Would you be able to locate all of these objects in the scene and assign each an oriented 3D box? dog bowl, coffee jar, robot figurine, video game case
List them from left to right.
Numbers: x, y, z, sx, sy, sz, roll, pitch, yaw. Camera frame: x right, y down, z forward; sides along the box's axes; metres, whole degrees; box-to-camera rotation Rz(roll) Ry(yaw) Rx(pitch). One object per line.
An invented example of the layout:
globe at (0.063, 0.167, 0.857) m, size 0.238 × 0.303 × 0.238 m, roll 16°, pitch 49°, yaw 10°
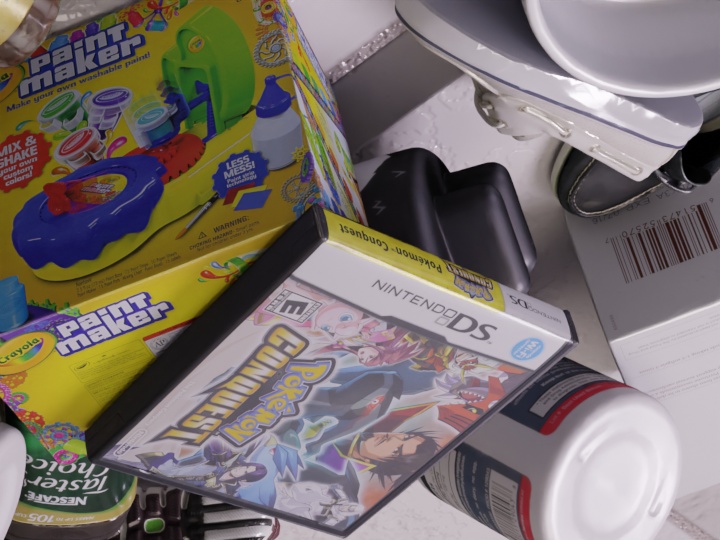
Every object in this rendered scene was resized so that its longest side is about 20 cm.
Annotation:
coffee jar at (-0.188, 0.094, 1.272) m, size 0.103 × 0.086 × 0.201 m, roll 0°, pitch 138°, yaw -14°
video game case at (-0.015, 0.061, 1.034) m, size 0.180 × 0.026 × 0.200 m, roll 22°, pitch 129°, yaw -36°
robot figurine at (-0.001, -0.001, 1.156) m, size 0.198 × 0.126 × 0.150 m, roll -16°, pitch 158°, yaw 17°
dog bowl at (0.175, -0.191, 1.055) m, size 0.198 × 0.079 × 0.201 m, roll -8°, pitch 139°, yaw -7°

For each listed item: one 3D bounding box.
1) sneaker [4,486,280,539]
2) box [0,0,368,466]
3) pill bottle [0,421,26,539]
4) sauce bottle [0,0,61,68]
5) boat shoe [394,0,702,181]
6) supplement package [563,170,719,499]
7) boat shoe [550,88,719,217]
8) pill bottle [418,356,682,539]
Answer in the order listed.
sneaker at (-0.149, 0.192, 1.410) m, size 0.198 × 0.076 × 0.116 m, roll -2°, pitch 165°, yaw 11°
box at (-0.107, -0.033, 1.068) m, size 0.198 × 0.194 × 0.122 m, roll -21°, pitch 140°, yaw 8°
pill bottle at (-0.313, 0.116, 1.199) m, size 0.198 × 0.112 × 0.112 m, roll 19°, pitch 137°, yaw 6°
sauce bottle at (-0.235, -0.172, 0.971) m, size 0.064 × 0.065 × 0.200 m, roll -34°, pitch 137°, yaw 22°
boat shoe at (0.098, -0.104, 1.127) m, size 0.199 × 0.071 × 0.070 m, roll 20°, pitch 128°, yaw -25°
supplement package at (0.223, 0.039, 1.302) m, size 0.116 × 0.118 × 0.201 m, roll -21°, pitch 139°, yaw 7°
boat shoe at (0.199, -0.083, 1.194) m, size 0.199 × 0.066 × 0.074 m, roll -35°, pitch 136°, yaw 24°
pill bottle at (0.098, 0.105, 1.270) m, size 0.119 × 0.199 × 0.121 m, roll -14°, pitch 114°, yaw -33°
